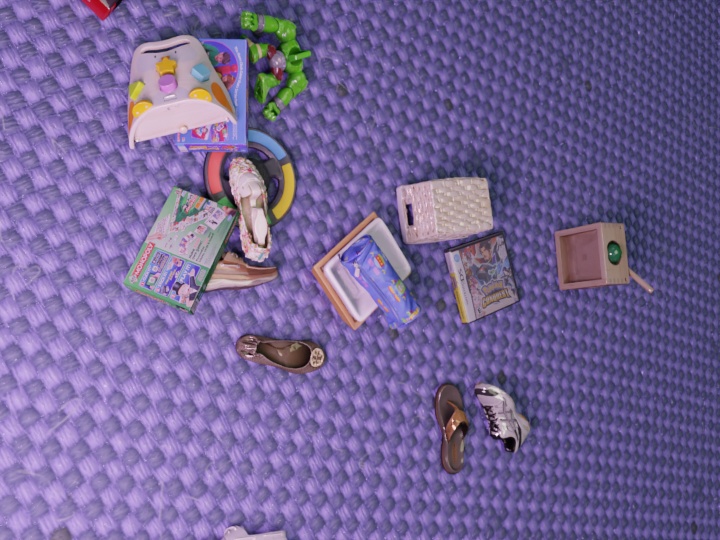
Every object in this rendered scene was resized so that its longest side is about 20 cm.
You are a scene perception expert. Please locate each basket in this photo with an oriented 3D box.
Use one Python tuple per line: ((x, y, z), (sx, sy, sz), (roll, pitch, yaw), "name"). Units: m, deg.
((0.197, -0.141, 1.530), (0.196, 0.122, 0.140), (-8, 89, -35), "basket")

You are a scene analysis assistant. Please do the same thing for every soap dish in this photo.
((0.000, 0.000, 1.404), (0.200, 0.081, 0.159), (-43, 107, -30), "soap dish")

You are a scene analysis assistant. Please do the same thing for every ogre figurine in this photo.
((-0.167, -0.416, 1.336), (0.118, 0.097, 0.205), (-25, 96, -30), "ogre figurine")

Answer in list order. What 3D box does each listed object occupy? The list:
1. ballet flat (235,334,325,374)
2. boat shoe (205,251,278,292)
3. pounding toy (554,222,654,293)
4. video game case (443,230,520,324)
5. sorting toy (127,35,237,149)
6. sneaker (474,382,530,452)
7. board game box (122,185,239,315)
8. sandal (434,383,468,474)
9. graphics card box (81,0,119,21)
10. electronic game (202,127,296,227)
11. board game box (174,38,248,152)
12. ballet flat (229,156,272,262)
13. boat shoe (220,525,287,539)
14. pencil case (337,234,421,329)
((-0.149, 0.161, 1.302), (0.196, 0.046, 0.069), (17, 75, -31), "ballet flat")
((-0.244, -0.001, 1.245), (0.196, 0.075, 0.074), (-5, 84, -36), "boat shoe")
((0.644, -0.024, 1.770), (0.139, 0.198, 0.190), (-1, 84, -33), "pounding toy")
((0.302, 0.015, 1.639), (0.196, 0.025, 0.186), (-17, 93, -34), "video game case")
((-0.338, -0.338, 1.187), (0.195, 0.107, 0.184), (-14, 65, -5), "sorting toy")
((0.331, 0.353, 1.584), (0.200, 0.075, 0.088), (48, 61, -19), "sneaker")
((-0.315, -0.039, 1.186), (0.131, 0.029, 0.204), (20, 70, 7), "board game box")
((0.214, 0.360, 1.516), (0.080, 0.054, 0.206), (3, 82, -33), "sandal")
((-0.445, -0.567, 1.197), (0.125, 0.050, 0.202), (42, 62, -22), "graphics card box")
((-0.214, -0.180, 1.307), (0.196, 0.041, 0.206), (5, 81, -34), "electronic game")
((-0.276, -0.327, 1.248), (0.130, 0.045, 0.206), (0, 83, -4), "board game box")
((-0.198, -0.120, 1.246), (0.074, 0.064, 0.206), (-11, 86, -29), "ballet flat")
((-0.218, 0.498, 1.203), (0.195, 0.072, 0.070), (8, 58, -26), "boat shoe")
((0.041, 0.026, 1.330), (0.202, 0.077, 0.087), (53, 30, -16), "pencil case")
